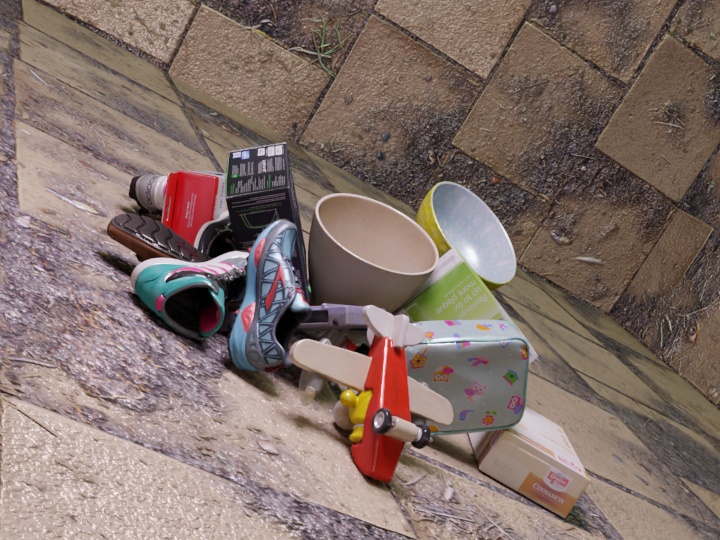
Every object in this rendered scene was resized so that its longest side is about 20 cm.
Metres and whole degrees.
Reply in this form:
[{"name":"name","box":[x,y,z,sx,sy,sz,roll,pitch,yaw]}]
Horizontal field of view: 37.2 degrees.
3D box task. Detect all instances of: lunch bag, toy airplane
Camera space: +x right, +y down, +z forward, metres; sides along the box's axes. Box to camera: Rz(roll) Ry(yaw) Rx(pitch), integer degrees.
[{"name":"lunch bag","box":[0.134,0.154,1.509,0.197,0.162,0.077,-2,22,-7]},{"name":"toy airplane","box":[0.015,0.148,1.342,0.201,0.141,0.199,55,39,3]}]

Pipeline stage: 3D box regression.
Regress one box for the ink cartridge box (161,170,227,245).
[{"name":"ink cartridge box","box":[-0.252,-0.098,1.718,0.066,0.118,0.200,10,8,11]}]

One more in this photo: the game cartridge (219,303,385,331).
[{"name":"game cartridge","box":[-0.078,0.065,1.454,0.198,0.039,0.129,-4,-1,26]}]

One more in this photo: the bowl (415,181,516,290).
[{"name":"bowl","box":[0.154,-0.036,1.782,0.199,0.107,0.202,32,37,-28]}]

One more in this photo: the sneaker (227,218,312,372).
[{"name":"sneaker","box":[-0.097,0.034,1.363,0.094,0.202,0.079,6,-14,24]}]

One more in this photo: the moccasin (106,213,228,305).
[{"name":"moccasin","box":[-0.262,-0.009,1.475,0.200,0.078,0.074,30,25,-28]}]

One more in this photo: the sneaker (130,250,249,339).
[{"name":"sneaker","box":[-0.185,0.030,1.379,0.198,0.084,0.121,-5,31,-27]}]

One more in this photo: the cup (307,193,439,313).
[{"name":"cup","box":[0.000,0.000,1.605,0.198,0.144,0.201,19,30,-11]}]

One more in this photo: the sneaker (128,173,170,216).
[{"name":"sneaker","box":[-0.321,-0.119,1.758,0.086,0.075,0.200,12,-5,12]}]

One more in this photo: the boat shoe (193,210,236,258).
[{"name":"boat shoe","box":[-0.206,-0.041,1.657,0.060,0.075,0.200,7,18,10]}]

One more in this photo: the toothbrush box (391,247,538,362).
[{"name":"toothbrush box","box":[0.155,0.091,1.659,0.201,0.145,0.086,51,6,-16]}]

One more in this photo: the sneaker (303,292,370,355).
[{"name":"sneaker","box":[-0.027,0.099,1.621,0.199,0.071,0.093,35,5,3]}]

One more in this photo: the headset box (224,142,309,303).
[{"name":"headset box","box":[-0.132,-0.057,1.561,0.092,0.202,0.175,-9,28,0]}]

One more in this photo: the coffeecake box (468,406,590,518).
[{"name":"coffeecake box","box":[0.248,0.269,1.625,0.153,0.073,0.200,31,11,-8]}]
